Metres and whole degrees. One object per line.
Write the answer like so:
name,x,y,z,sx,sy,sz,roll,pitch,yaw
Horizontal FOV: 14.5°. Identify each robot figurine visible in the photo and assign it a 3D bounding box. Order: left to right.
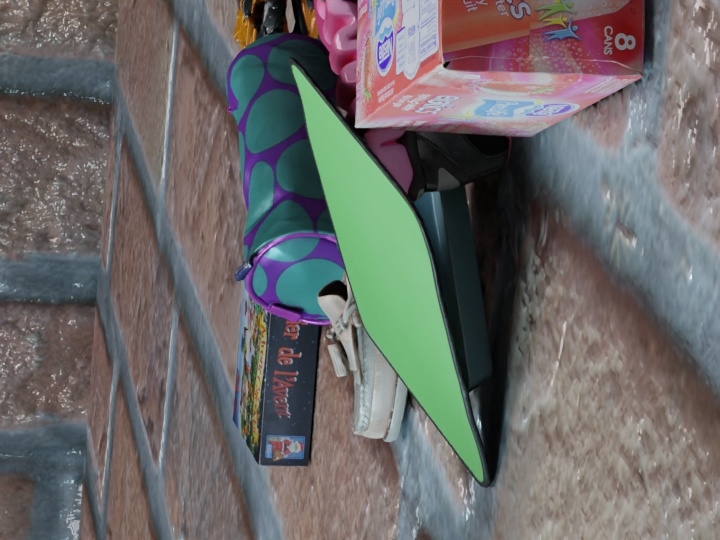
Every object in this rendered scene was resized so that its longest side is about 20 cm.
robot figurine,-0.054,-0.239,2.031,0.145,0.058,0.201,-120,35,-71

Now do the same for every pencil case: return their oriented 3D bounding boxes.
pencil case,-0.044,-0.061,1.859,0.092,0.085,0.201,-43,36,33

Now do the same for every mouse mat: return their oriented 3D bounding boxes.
mouse mat,0.015,0.001,1.446,0.161,0.007,0.201,52,163,46

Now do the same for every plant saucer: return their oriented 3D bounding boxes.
plant saucer,0.043,-0.031,1.499,0.070,0.019,0.201,132,130,-73

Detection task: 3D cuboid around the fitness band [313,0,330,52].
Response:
fitness band,-0.003,-0.208,1.808,0.200,0.037,0.145,-121,35,-73

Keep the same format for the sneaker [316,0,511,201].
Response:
sneaker,0.027,-0.130,1.453,0.079,0.095,0.201,111,148,-80

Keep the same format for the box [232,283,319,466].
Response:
box,-0.059,0.028,2.040,0.137,0.037,0.201,-134,47,-76

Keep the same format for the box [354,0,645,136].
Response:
box,0.060,-0.123,1.292,0.200,0.094,0.103,153,120,-78

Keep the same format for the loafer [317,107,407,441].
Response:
loafer,0.000,0.000,1.666,0.072,0.062,0.201,-138,51,-77
